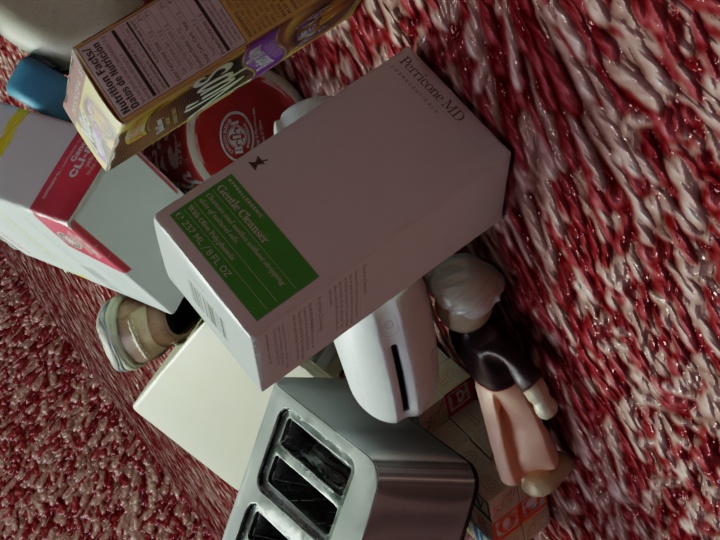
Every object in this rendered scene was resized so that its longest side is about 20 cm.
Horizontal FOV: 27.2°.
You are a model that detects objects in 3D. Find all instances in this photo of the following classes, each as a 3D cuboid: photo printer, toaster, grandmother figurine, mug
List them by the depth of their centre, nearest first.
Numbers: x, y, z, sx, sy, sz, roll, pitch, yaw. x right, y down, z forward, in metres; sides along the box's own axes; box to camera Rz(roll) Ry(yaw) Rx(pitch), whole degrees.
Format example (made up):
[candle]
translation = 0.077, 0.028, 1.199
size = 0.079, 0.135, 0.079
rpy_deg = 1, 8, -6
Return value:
[grandmother figurine]
translation = 0.096, 0.071, 1.050
size = 0.121, 0.060, 0.201
rpy_deg = 21, 144, 49
[photo printer]
translation = 0.000, 0.000, 1.065
size = 0.167, 0.069, 0.201
rpy_deg = 78, 173, -55
[toaster]
translation = -0.012, 0.201, 1.153
size = 0.200, 0.118, 0.183
rpy_deg = 33, 108, 47
[mug]
translation = -0.137, -0.117, 1.229
size = 0.178, 0.133, 0.200
rpy_deg = 50, 162, -15

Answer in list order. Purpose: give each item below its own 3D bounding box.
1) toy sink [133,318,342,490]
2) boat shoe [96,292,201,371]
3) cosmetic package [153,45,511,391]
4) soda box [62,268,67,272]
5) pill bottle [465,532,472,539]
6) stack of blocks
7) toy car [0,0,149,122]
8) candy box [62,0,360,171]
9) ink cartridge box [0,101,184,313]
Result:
[toy sink]
translation = -0.093, 0.082, 1.331
size = 0.130, 0.112, 0.200
rpy_deg = 37, 136, -5
[boat shoe]
translation = -0.157, 0.021, 1.277
size = 0.076, 0.071, 0.200
rpy_deg = 63, -158, -21
[cosmetic package]
translation = -0.015, -0.033, 0.920
size = 0.108, 0.199, 0.085
rpy_deg = 46, 162, 21
[soda box]
translation = -0.203, -0.082, 1.357
size = 0.068, 0.199, 0.064
rpy_deg = 56, 165, -1
[pill bottle]
translation = 0.018, 0.246, 1.332
size = 0.115, 0.199, 0.115
rpy_deg = 49, 162, 23
[stack of blocks]
translation = 0.068, 0.131, 1.228
size = 0.200, 0.058, 0.116
rpy_deg = 43, 158, 39
[toy car]
translation = -0.236, -0.219, 1.260
size = 0.176, 0.185, 0.200
rpy_deg = 30, 179, 14
[candy box]
translation = -0.083, -0.145, 0.907
size = 0.057, 0.199, 0.117
rpy_deg = 56, 164, 0
[ink cartridge box]
translation = -0.234, -0.056, 1.191
size = 0.199, 0.084, 0.145
rpy_deg = 18, 162, 37
